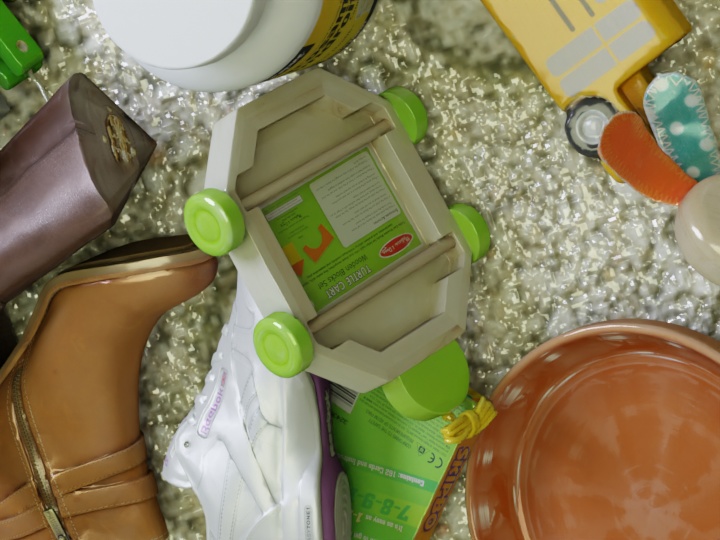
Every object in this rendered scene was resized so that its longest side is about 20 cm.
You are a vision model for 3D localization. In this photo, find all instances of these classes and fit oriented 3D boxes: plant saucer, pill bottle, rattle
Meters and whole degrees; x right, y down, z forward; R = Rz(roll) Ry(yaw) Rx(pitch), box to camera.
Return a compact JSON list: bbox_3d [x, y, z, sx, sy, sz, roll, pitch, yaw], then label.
[{"bbox_3d":[0.147,0.123,1.313,0.199,0.032,0.202,7,104,30],"label":"plant saucer"},{"bbox_3d":[-0.062,-0.146,1.254,0.111,0.200,0.113,2,100,14],"label":"pill bottle"},{"bbox_3d":[0.196,0.003,1.268,0.199,0.143,0.131,19,68,1],"label":"rattle"}]

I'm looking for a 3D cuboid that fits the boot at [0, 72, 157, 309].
[{"bbox_3d":[-0.180,0.014,1.307,0.199,0.064,0.187,-34,53,20],"label":"boot"}]

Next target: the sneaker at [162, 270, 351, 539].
[{"bbox_3d":[-0.060,0.066,1.327,0.099,0.075,0.202,-4,87,15],"label":"sneaker"}]

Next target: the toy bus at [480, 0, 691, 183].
[{"bbox_3d":[0.099,-0.144,1.286,0.078,0.065,0.200,-37,89,15],"label":"toy bus"}]

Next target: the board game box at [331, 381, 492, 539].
[{"bbox_3d":[-0.011,0.135,1.365,0.095,0.030,0.201,32,104,27],"label":"board game box"}]

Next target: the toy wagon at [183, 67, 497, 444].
[{"bbox_3d":[0.000,0.000,1.293,0.039,0.155,0.201,-26,94,49],"label":"toy wagon"}]

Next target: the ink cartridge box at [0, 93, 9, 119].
[{"bbox_3d":[-0.300,-0.041,1.357,0.200,0.145,0.083,-44,86,16],"label":"ink cartridge box"}]

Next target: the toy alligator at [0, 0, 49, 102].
[{"bbox_3d":[-0.206,-0.136,1.372,0.201,0.059,0.054,55,151,-7],"label":"toy alligator"}]

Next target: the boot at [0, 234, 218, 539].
[{"bbox_3d":[-0.134,0.074,1.377,0.199,0.074,0.156,-22,92,28],"label":"boot"}]
